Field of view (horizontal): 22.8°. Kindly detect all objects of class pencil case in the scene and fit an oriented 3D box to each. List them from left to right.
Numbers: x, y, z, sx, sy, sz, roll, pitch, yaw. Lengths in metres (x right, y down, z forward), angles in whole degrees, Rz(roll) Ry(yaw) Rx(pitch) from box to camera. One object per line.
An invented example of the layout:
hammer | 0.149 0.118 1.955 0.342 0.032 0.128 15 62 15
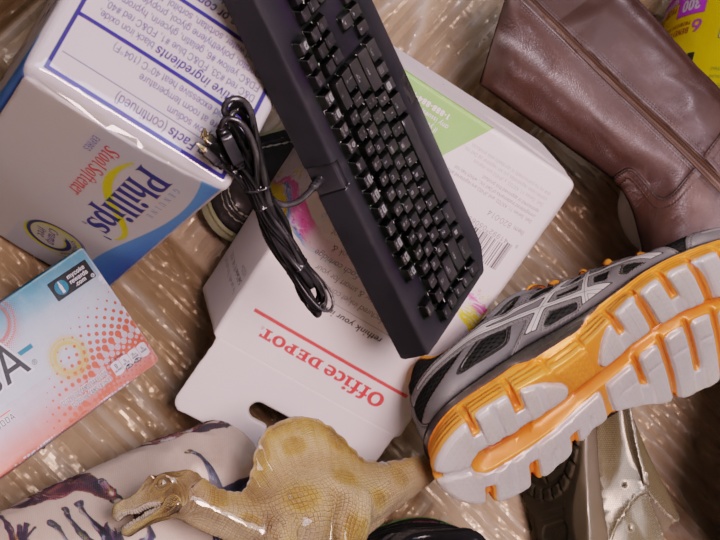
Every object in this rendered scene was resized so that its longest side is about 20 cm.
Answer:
pencil case | -0.120 0.136 0.807 0.199 0.078 0.089 -22 47 -39

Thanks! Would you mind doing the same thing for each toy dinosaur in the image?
toy dinosaur | -0.010 0.114 0.807 0.198 0.058 0.102 -5 75 -37

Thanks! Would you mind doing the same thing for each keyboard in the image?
keyboard | -0.008 -0.046 0.781 0.127 0.020 0.201 -49 124 -36

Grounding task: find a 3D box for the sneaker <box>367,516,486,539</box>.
sneaker | -0.017 0.173 0.864 0.199 0.084 0.077 -31 90 -29

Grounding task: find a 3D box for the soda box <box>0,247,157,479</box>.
soda box | -0.193 0.074 0.818 0.199 0.063 0.069 -36 93 -29

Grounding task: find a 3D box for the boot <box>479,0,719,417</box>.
boot | 0.121 -0.049 0.934 0.200 0.064 0.186 43 74 6

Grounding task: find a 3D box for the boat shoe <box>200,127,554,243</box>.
boat shoe | 0.013 -0.052 0.949 0.199 0.066 0.073 -3 77 -26

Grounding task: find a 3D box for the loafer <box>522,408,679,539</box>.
loafer | 0.128 0.117 0.958 0.067 0.076 0.203 2 80 -29

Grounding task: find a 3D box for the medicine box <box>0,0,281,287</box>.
medicine box | -0.095 -0.116 0.849 0.102 0.182 0.201 32 65 -14

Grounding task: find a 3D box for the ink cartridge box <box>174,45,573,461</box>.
ink cartridge box | 0.000 0.000 0.893 0.116 0.067 0.201 30 103 -20

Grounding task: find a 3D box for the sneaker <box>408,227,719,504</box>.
sneaker | 0.108 0.030 0.857 0.198 0.077 0.079 -27 126 -9

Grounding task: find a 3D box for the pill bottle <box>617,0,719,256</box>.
pill bottle | 0.207 -0.067 1.025 0.103 0.104 0.202 25 66 -17
